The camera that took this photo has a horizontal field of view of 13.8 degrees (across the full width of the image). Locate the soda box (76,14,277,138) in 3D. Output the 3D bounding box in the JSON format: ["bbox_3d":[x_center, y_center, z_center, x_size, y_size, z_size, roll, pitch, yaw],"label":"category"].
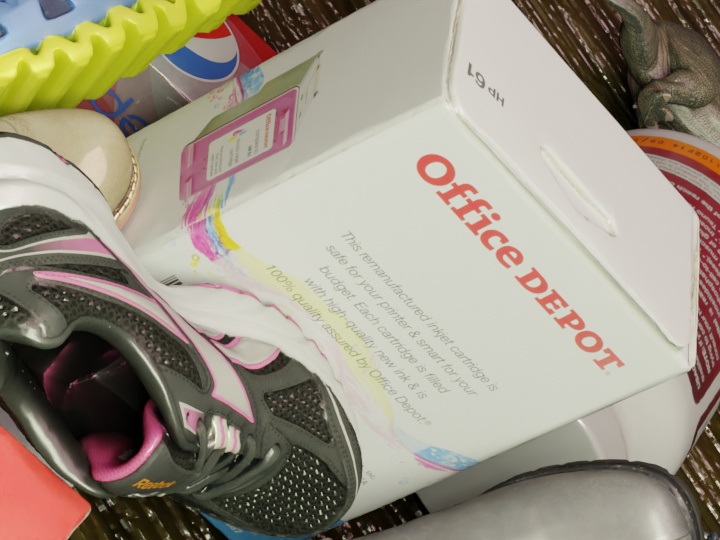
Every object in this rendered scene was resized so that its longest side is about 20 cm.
[{"bbox_3d":[-0.063,-0.053,1.154,0.200,0.070,0.063,44,38,-9],"label":"soda box"}]

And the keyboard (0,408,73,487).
[{"bbox_3d":[-0.140,-0.013,1.042,0.056,0.011,0.200,0,73,-61],"label":"keyboard"}]

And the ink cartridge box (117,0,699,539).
[{"bbox_3d":[0.000,0.000,1.046,0.145,0.200,0.085,46,35,-29],"label":"ink cartridge box"}]

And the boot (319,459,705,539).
[{"bbox_3d":[0.008,0.120,0.970,0.132,0.200,0.070,-20,90,-69],"label":"boot"}]

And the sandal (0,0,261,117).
[{"bbox_3d":[-0.090,-0.116,1.069,0.200,0.079,0.087,-35,92,-39],"label":"sandal"}]

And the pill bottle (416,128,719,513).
[{"bbox_3d":[0.095,0.030,1.210,0.113,0.113,0.200,48,37,-4],"label":"pill bottle"}]

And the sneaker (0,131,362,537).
[{"bbox_3d":[-0.072,0.046,0.957,0.200,0.080,0.086,35,26,-39],"label":"sneaker"}]

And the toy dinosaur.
[{"bbox_3d":[0.161,-0.073,1.415,0.200,0.077,0.102,31,29,-16],"label":"toy dinosaur"}]

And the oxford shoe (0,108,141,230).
[{"bbox_3d":[-0.153,-0.015,0.963,0.200,0.074,0.071,-25,64,-31],"label":"oxford shoe"}]

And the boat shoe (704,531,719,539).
[{"bbox_3d":[0.126,0.126,1.134,0.062,0.075,0.200,-58,146,-14],"label":"boat shoe"}]

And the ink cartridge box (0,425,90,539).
[{"bbox_3d":[-0.198,0.071,0.869,0.200,0.045,0.176,42,70,-11],"label":"ink cartridge box"}]
